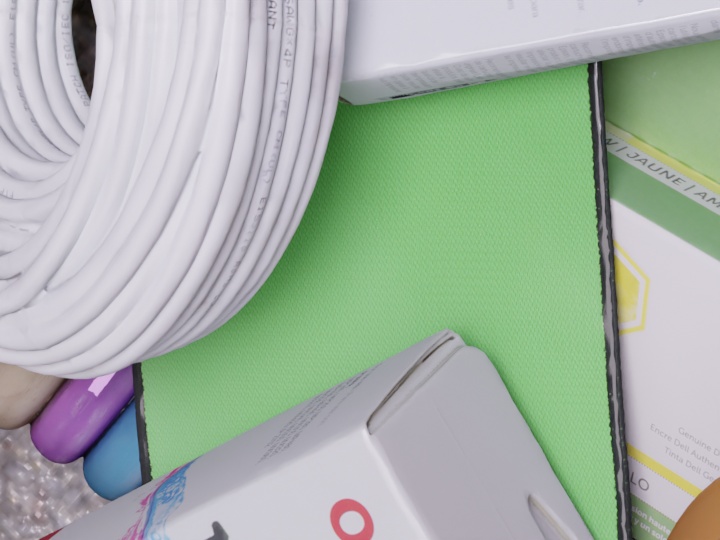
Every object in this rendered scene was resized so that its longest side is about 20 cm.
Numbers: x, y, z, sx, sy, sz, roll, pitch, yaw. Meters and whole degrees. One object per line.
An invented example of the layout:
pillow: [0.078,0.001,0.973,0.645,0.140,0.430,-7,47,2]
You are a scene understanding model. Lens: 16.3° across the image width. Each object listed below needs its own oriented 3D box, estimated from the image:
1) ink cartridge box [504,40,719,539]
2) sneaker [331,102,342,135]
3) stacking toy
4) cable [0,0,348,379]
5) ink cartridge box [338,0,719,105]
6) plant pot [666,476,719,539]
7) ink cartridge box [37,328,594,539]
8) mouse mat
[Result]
ink cartridge box: [0.086,-0.025,0.740,0.145,0.048,0.201,33,129,29]
sneaker: [0.014,-0.079,0.785,0.077,0.073,0.201,11,110,0]
stacking toy: [-0.026,0.073,0.831,0.200,0.085,0.085,39,109,-3]
cable: [-0.080,-0.070,0.721,0.199,0.069,0.201,2,93,50]
ink cartridge box: [0.072,-0.160,0.694,0.199,0.041,0.201,-9,82,18]
plant pot: [0.137,0.159,0.602,0.199,0.140,0.201,21,141,18]
ink cartridge box: [-0.026,0.129,0.736,0.199,0.083,0.146,-29,95,27]
mouse mat: [0.000,0.000,0.753,0.160,0.008,0.201,-1,97,22]
